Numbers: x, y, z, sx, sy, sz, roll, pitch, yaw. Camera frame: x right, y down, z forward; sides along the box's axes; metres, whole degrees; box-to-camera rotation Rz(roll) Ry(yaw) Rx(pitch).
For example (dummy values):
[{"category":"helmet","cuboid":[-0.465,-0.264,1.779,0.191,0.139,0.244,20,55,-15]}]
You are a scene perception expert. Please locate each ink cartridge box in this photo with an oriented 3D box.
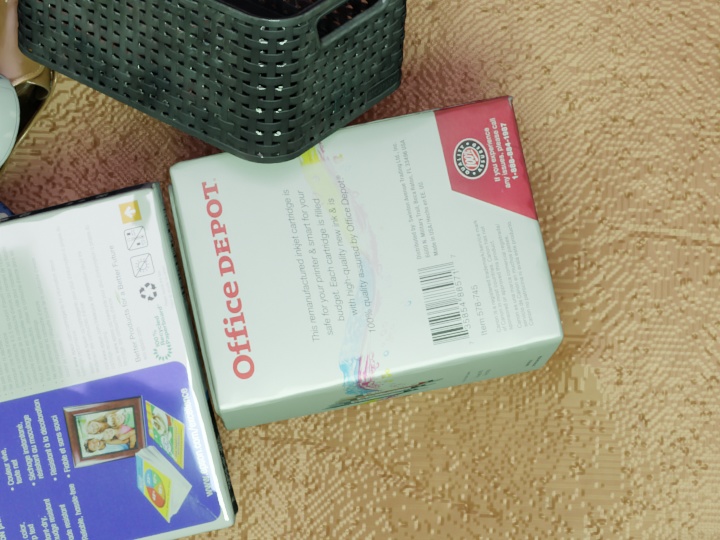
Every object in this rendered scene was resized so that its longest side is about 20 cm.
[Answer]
[{"category":"ink cartridge box","cuboid":[-0.187,0.068,1.459,0.199,0.043,0.199,-13,93,2]},{"category":"ink cartridge box","cuboid":[0.000,0.000,1.484,0.199,0.145,0.146,-11,82,-4]}]

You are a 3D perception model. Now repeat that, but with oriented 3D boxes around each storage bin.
[{"category":"storage bin","cuboid":[-0.084,-0.155,1.446,0.200,0.094,0.135,26,41,27]}]

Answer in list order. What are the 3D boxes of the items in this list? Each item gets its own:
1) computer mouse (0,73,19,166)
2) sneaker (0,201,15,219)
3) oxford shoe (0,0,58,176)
[{"category":"computer mouse","cuboid":[-0.286,-0.095,1.501,0.199,0.044,0.110,5,81,30]},{"category":"sneaker","cuboid":[-0.196,0.050,1.510,0.088,0.075,0.200,-31,83,-3]},{"category":"oxford shoe","cuboid":[-0.197,-0.138,1.525,0.071,0.071,0.201,21,88,39]}]
